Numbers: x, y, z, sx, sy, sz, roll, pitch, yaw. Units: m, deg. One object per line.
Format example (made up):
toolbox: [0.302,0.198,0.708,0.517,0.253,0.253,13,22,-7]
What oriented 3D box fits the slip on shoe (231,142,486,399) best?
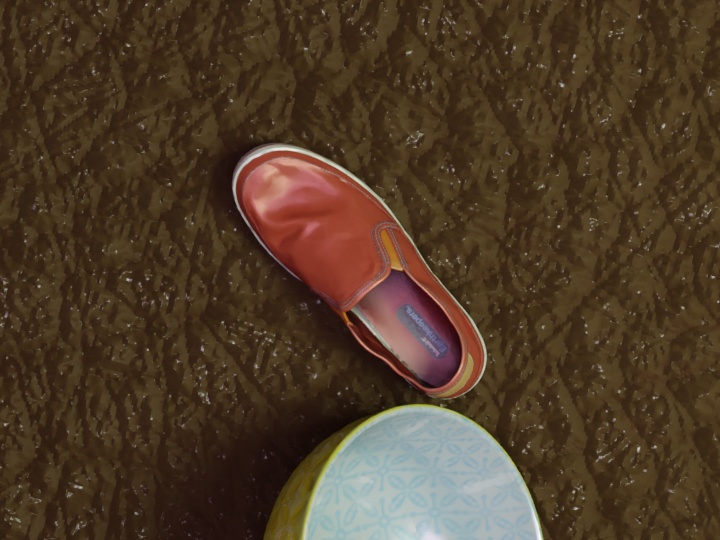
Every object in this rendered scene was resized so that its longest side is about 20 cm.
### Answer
slip on shoe: [0.000,0.000,1.595,0.074,0.061,0.200,-42,90,8]

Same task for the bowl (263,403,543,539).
bowl: [0.007,0.184,1.577,0.108,0.200,0.201,-12,96,48]
